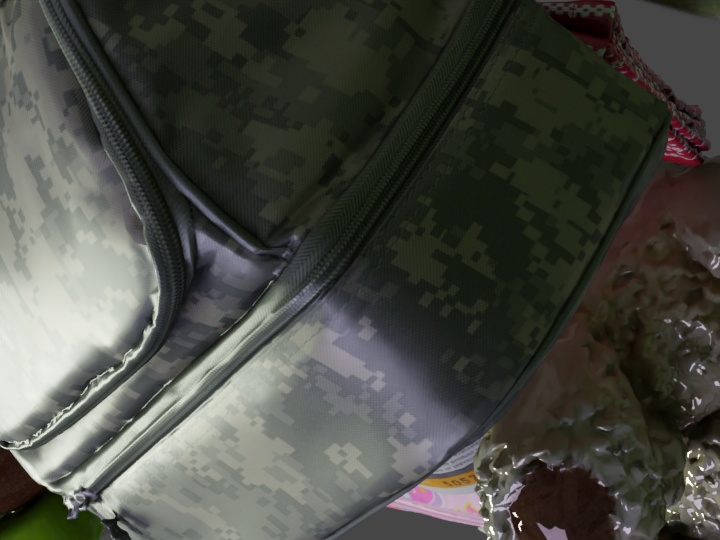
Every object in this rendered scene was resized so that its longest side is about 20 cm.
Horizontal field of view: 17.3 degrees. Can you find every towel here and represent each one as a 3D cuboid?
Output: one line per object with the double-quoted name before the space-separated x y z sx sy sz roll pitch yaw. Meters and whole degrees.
"towel" 0.031 -0.069 0.759 0.144 0.023 0.200 12 178 17

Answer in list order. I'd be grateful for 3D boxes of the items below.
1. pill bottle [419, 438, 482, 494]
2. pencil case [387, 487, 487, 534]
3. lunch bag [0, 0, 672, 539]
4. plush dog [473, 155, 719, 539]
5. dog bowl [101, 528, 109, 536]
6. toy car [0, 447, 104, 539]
"pill bottle" 0.000 0.000 0.933 0.116 0.117 0.200 3 155 41
"pencil case" 0.035 0.088 1.192 0.200 0.088 0.087 8 158 35
"lunch bag" -0.043 -0.017 0.651 0.168 0.139 0.200 40 147 -7
"plush dog" 0.133 0.042 0.882 0.172 0.200 0.160 47 -177 -35
"dog bowl" -0.156 0.080 1.215 0.200 0.059 0.200 11 -171 -2
"toy car" -0.128 0.042 0.921 0.164 0.158 0.200 53 173 -12
